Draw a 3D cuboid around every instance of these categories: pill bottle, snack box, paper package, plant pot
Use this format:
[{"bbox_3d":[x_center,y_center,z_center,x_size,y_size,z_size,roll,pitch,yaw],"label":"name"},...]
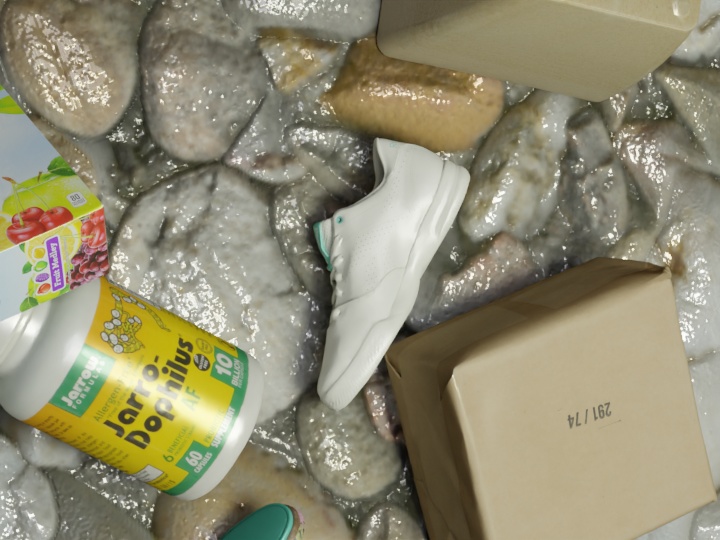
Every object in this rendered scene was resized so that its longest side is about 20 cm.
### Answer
[{"bbox_3d":[-0.175,0.066,1.681,0.200,0.113,0.113,30,78,-21],"label":"pill bottle"},{"bbox_3d":[-0.288,-0.030,1.603,0.200,0.169,0.068,-24,139,-23],"label":"snack box"},{"bbox_3d":[0.141,0.112,1.816,0.200,0.103,0.191,-21,107,-24],"label":"paper package"},{"bbox_3d":[0.148,-0.242,1.793,0.200,0.177,0.200,10,86,-23],"label":"plant pot"}]

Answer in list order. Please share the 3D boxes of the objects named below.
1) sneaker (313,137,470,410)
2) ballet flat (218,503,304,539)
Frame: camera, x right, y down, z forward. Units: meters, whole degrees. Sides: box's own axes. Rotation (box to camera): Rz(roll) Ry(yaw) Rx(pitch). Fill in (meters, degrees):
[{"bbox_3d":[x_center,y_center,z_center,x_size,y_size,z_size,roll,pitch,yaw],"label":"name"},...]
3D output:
[{"bbox_3d":[0.000,0.000,1.793,0.088,0.075,0.200,26,78,-5],"label":"sneaker"},{"bbox_3d":[-0.105,0.251,1.744,0.200,0.069,0.071,-46,125,-13],"label":"ballet flat"}]
